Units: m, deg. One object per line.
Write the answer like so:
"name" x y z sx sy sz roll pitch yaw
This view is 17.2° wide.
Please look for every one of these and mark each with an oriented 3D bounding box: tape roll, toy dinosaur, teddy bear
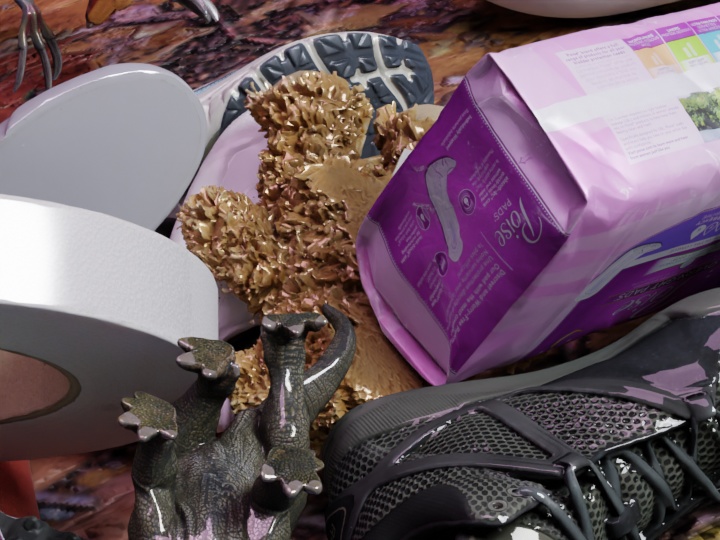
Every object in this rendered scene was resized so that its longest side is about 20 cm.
"tape roll" -0.145 0.023 0.788 0.202 0.203 0.037 -7 71 14
"toy dinosaur" -0.178 -0.163 1.245 0.105 0.200 0.181 -55 14 -30
"toy dinosaur" -0.044 0.074 0.748 0.077 0.103 0.200 11 32 -6
"teddy bear" 0.000 0.000 0.903 0.144 0.067 0.200 5 46 -26

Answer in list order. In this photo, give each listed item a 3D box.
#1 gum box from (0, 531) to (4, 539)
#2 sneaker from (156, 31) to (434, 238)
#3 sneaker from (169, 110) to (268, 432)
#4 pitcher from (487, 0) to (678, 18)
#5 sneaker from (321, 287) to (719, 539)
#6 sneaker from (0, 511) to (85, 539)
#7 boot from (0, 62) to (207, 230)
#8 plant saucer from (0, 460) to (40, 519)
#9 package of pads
"gum box" -0.148 0.117 0.651 0.113 0.201 0.066 -13 28 6
"sneaker" -0.064 -0.062 1.071 0.199 0.078 0.086 -23 25 -14
"sneaker" -0.036 0.002 0.963 0.088 0.075 0.200 14 44 23
"pitcher" 0.138 -0.183 1.170 0.199 0.122 0.171 12 16 24
"sneaker" 0.084 0.071 0.761 0.199 0.076 0.114 -15 30 6
"sneaker" -0.144 0.120 0.788 0.199 0.091 0.067 22 39 11
"boot" -0.154 -0.018 0.925 0.200 0.074 0.096 -38 28 -5
"plant saucer" -0.226 0.092 0.912 0.199 0.037 0.200 -18 27 -5
"package of pads" 0.103 -0.035 0.847 0.200 0.121 0.076 -17 65 -38
